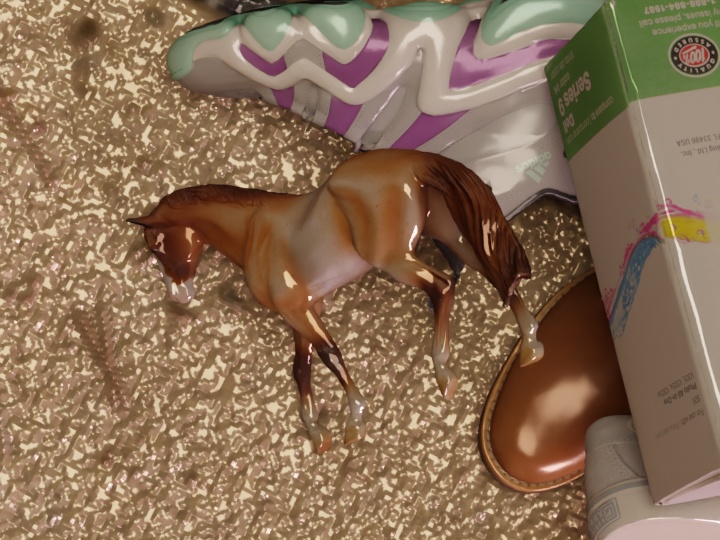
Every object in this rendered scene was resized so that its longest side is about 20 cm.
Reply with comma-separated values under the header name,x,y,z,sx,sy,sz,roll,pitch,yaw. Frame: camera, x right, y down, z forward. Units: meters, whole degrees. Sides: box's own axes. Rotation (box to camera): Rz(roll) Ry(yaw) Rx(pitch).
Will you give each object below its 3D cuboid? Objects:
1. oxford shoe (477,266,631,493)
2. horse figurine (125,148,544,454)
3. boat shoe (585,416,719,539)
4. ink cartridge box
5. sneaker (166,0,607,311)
name,x,y,z,sx,sy,sz,roll,pitch,yaw
oxford shoe,0.131,0.021,1.315,0.200,0.071,0.071,-44,94,-6
horse figurine,0.000,0.000,1.270,0.050,0.200,0.133,-22,87,-48
boat shoe,0.189,0.096,1.304,0.199,0.072,0.069,1,59,-16
ink cartridge box,0.176,-0.015,1.237,0.145,0.088,0.201,-10,76,-20
sneaker,0.016,-0.051,1.308,0.199,0.078,0.141,-3,97,8
